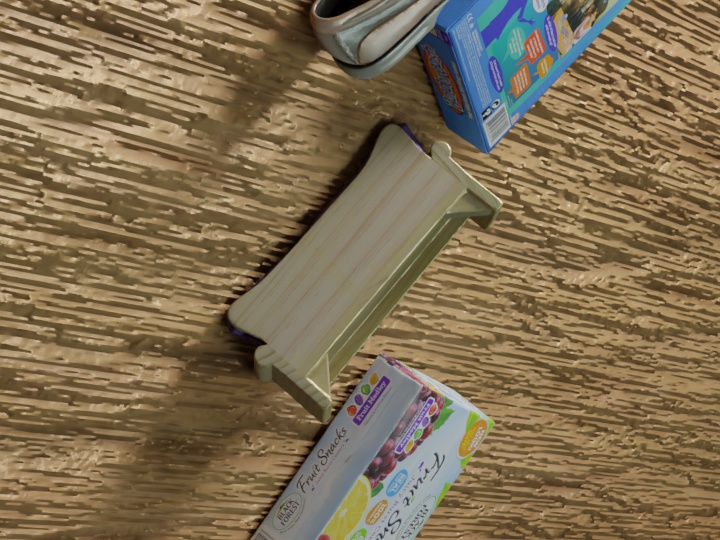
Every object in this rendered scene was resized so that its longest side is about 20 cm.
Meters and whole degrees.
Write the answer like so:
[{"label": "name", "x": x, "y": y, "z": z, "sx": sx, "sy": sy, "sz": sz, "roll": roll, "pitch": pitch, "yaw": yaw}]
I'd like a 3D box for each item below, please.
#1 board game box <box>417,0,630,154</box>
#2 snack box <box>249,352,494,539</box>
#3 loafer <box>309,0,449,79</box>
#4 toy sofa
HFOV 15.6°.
[{"label": "board game box", "x": 0.124, "y": -0.198, "z": 1.803, "sx": 0.200, "sy": 0.045, "sz": 0.152, "roll": -46, "pitch": 149, "yaw": -15}, {"label": "snack box", "x": 0.004, "y": 0.171, "z": 2.002, "sx": 0.200, "sy": 0.053, "sz": 0.142, "roll": -55, "pitch": 152, "yaw": 3}, {"label": "loafer", "x": 0.046, "y": -0.211, "z": 1.656, "sx": 0.200, "sy": 0.072, "sz": 0.063, "roll": -50, "pitch": 144, "yaw": -2}, {"label": "toy sofa", "x": 0.000, "y": 0.000, "z": 1.809, "sx": 0.200, "sy": 0.098, "sz": 0.083, "roll": -50, "pitch": 175, "yaw": -8}]
